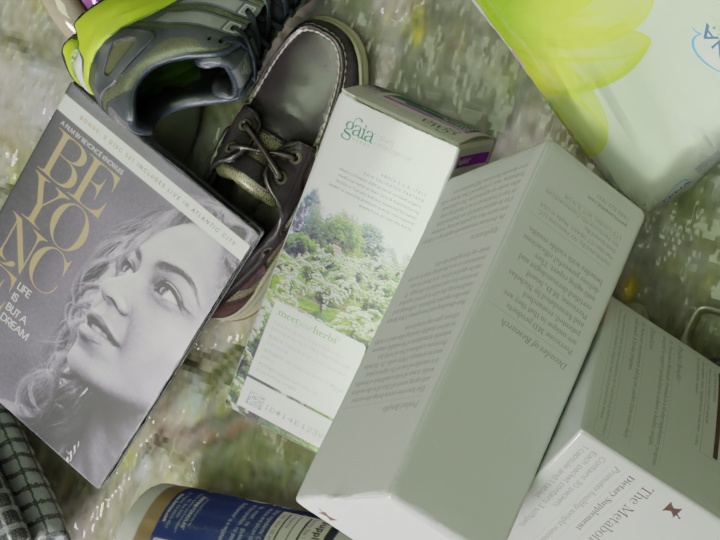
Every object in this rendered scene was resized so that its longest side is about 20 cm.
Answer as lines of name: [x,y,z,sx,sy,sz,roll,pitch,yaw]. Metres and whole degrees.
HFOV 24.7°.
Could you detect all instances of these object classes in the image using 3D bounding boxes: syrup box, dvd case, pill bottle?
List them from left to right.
dvd case: [-0.164,0.011,0.992,0.148,0.016,0.201,38,111,11]
pill bottle: [-0.044,0.199,0.983,0.198,0.111,0.112,9,100,19]
syrup box: [0.000,0.000,0.956,0.078,0.081,0.202,25,103,16]

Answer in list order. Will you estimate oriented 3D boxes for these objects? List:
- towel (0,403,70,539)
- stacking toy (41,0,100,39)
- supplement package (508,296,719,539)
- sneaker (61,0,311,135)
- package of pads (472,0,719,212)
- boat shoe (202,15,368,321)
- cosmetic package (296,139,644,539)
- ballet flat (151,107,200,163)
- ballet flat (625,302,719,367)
towel: [-0.298,0.168,1.078,0.200,0.085,0.166,-45,63,21]
stacking toy: [-0.097,-0.208,0.972,0.199,0.085,0.086,-32,85,18]
supplement package: [0.171,0.129,0.841,0.199,0.110,0.114,32,128,-7]
sneaker: [-0.069,-0.141,0.939,0.199,0.074,0.081,-33,55,0]
package of pads: [0.150,-0.151,0.882,0.154,0.068,0.201,-41,81,21]
boat shoe: [-0.057,-0.056,0.980,0.072,0.065,0.201,33,108,15]
cosmetic package: [0.056,0.043,0.824,0.071,0.101,0.201,35,68,-19]
ballet flat: [-0.171,-0.047,1.029,0.067,0.064,0.200,44,110,11]
ballet flat: [0.176,0.055,0.907,0.198,0.069,0.072,2,80,19]
